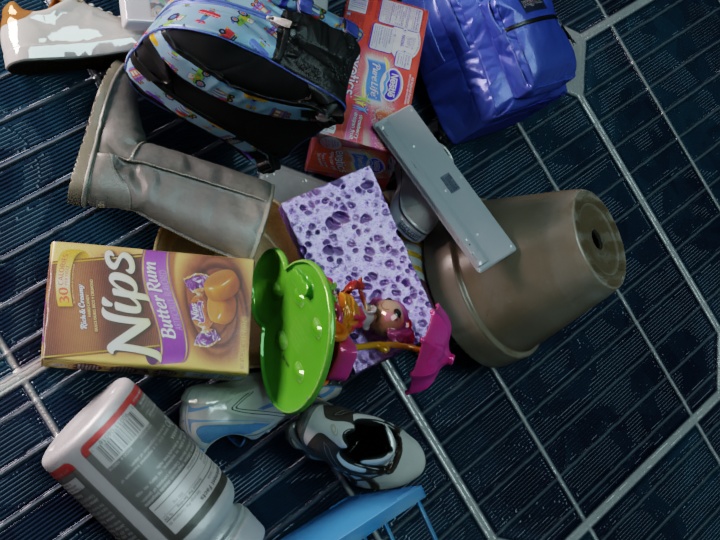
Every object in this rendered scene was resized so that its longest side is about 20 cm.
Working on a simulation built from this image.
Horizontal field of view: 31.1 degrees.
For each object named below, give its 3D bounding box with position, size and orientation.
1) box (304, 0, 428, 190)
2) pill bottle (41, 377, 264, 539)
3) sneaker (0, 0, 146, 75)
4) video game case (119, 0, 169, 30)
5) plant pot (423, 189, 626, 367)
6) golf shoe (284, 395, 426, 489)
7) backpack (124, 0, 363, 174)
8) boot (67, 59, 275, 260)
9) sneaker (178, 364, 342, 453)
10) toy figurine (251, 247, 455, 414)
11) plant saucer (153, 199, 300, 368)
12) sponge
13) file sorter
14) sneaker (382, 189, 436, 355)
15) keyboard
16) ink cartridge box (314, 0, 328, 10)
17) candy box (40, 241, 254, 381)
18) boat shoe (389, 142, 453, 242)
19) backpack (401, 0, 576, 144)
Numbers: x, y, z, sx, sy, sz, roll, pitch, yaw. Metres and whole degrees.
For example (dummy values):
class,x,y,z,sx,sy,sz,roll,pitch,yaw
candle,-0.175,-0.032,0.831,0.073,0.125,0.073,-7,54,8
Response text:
class,x,y,z,sx,sy,sz,roll,pitch,yaw
box,0.007,-0.207,1.481,0.099,0.096,0.201,14,65,-6
pill bottle,-0.192,0.209,1.220,0.200,0.114,0.114,47,56,-11
sneaker,-0.275,-0.254,1.346,0.199,0.073,0.085,-7,80,-32
video game case,-0.164,-0.338,1.378,0.199,0.024,0.183,-2,74,-25
plant pot,0.197,-0.009,1.467,0.200,0.173,0.201,30,48,-41
golf shoe,0.014,0.191,1.346,0.199,0.094,0.078,25,81,-43
backpack,-0.121,-0.208,1.273,0.199,0.182,0.135,24,64,-22
boot,-0.183,-0.111,1.325,0.199,0.073,0.183,13,70,-5
sneaker,-0.103,0.140,1.336,0.199,0.072,0.073,-10,112,-40
toy figurine,0.002,0.061,1.318,0.183,0.151,0.200,8,28,-30
plant saucer,-0.134,0.009,1.370,0.199,0.035,0.202,11,68,-30
sponge,0.000,0.000,1.398,0.111,0.030,0.201,-23,87,-15
file sorter,-0.024,0.316,1.278,0.199,0.138,0.123,-27,93,-36
sneaker,0.060,0.001,1.472,0.090,0.075,0.201,-32,94,-32
keyboard,0.091,-0.090,1.398,0.056,0.011,0.201,-29,78,-32
ink cartridge box,-0.117,-0.287,1.449,0.146,0.086,0.201,15,68,-26
candy box,-0.207,0.042,1.266,0.198,0.056,0.118,5,76,-13
boat shoe,0.078,-0.112,1.481,0.071,0.070,0.200,40,29,-17
backpack,0.159,-0.284,1.576,0.162,0.167,0.201,-21,84,-47
